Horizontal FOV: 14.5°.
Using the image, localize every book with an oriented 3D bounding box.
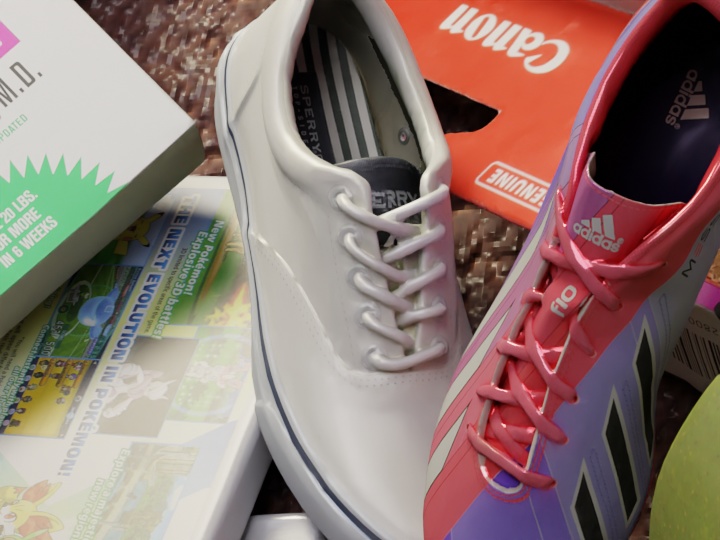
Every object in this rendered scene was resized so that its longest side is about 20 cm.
[{"bbox_3d":[-0.167,-0.065,0.932,0.134,0.048,0.200,-42,74,-12],"label":"book"}]

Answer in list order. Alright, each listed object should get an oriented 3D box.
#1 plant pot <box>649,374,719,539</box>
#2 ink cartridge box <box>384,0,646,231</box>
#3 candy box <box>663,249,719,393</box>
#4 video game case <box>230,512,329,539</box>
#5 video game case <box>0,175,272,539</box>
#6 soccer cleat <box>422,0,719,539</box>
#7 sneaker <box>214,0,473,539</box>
[{"bbox_3d":[0.162,0.099,0.655,0.200,0.200,0.190,-31,39,-3],"label":"plant pot"},{"bbox_3d":[0.059,-0.107,0.921,0.174,0.044,0.200,-43,33,-13],"label":"ink cartridge box"},{"bbox_3d":[0.187,-0.002,0.824,0.200,0.061,0.136,26,68,34],"label":"candy box"},{"bbox_3d":[-0.112,0.160,0.843,0.199,0.024,0.183,-5,54,17],"label":"video game case"},{"bbox_3d":[-0.110,0.045,0.906,0.182,0.022,0.200,2,48,23],"label":"video game case"},{"bbox_3d":[0.064,0.010,0.781,0.067,0.076,0.201,26,93,19],"label":"soccer cleat"},{"bbox_3d":[0.000,0.000,0.855,0.073,0.071,0.201,-10,67,-22],"label":"sneaker"}]
